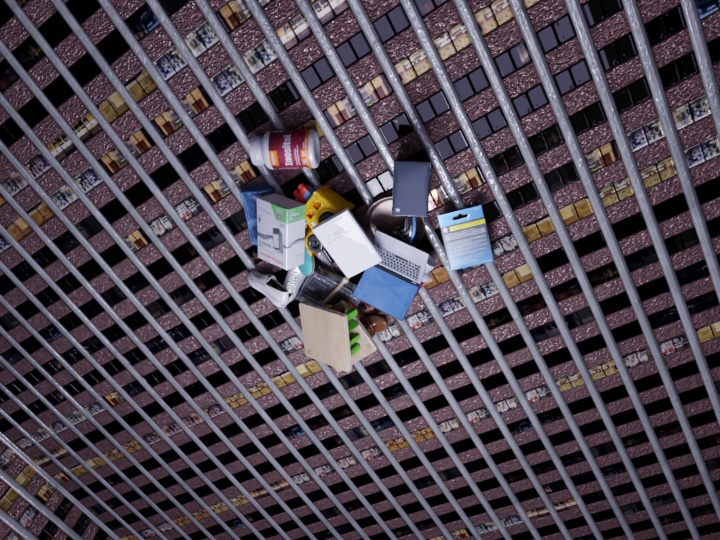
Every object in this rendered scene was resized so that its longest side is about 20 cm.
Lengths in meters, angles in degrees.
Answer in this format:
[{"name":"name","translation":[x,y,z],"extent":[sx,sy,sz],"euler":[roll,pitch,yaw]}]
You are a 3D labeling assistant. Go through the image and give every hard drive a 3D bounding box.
[{"name":"hard drive","translation":[-0.038,-0.081,1.605],"extent":[0.130,0.027,0.201],"euler":[-26,118,20]}]

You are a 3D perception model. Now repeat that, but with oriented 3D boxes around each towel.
[{"name":"towel","translation":[-0.323,-0.179,1.733],"extent":[0.109,0.049,0.204],"euler":[-1,118,7]}]

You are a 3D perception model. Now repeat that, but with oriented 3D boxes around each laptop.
[{"name":"laptop","translation":[0.091,0.014,1.641],"extent":[0.185,0.116,0.202],"euler":[25,133,15]}]

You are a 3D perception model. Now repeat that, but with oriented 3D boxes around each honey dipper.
[{"name":"honey dipper","translation":[-0.098,0.084,1.783],"extent":[0.038,0.038,0.200],"euler":[34,124,-12]}]

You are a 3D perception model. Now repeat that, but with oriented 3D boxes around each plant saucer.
[{"name":"plant saucer","translation":[0.108,-0.149,1.704],"extent":[0.196,0.035,0.204],"euler":[3,120,5]}]

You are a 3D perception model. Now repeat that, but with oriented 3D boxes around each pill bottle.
[{"name":"pill bottle","translation":[0.156,0.027,1.749],"extent":[0.112,0.113,0.200],"euler":[36,118,-13]},{"name":"pill bottle","translation":[-0.226,-0.362,1.582],"extent":[0.195,0.114,0.115],"euler":[-1,119,8]}]

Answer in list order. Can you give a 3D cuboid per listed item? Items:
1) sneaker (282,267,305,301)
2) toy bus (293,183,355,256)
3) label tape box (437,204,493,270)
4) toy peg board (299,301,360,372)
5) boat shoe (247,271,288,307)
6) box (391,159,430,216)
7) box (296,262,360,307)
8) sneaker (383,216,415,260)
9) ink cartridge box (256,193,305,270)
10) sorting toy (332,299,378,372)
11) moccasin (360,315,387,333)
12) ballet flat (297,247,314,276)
[{"name":"sneaker","translation":[-0.228,0.036,1.823],"extent":[0.069,0.081,0.203],"euler":[21,118,-3]},{"name":"toy bus","translation":[-0.143,-0.176,1.675],"extent":[0.191,0.136,0.201],"euler":[40,120,0]},{"name":"label tape box","translation":[0.333,-0.113,1.678],"extent":[0.141,0.064,0.203],"euler":[-12,117,14]},{"name":"toy peg board","translation":[-0.092,0.202,1.753],"extent":[0.196,0.097,0.204],"euler":[13,117,37]},{"name":"boat shoe","translation":[-0.314,0.047,1.803],"extent":[0.199,0.071,0.067],"euler":[39,120,36]},{"name":"box","translation":[0.147,-0.243,1.532],"extent":[0.105,0.200,0.152],"euler":[3,103,6]},{"name":"box","translation":[-0.105,0.083,1.836],"extent":[0.197,0.049,0.159],"euler":[28,130,-8]},{"name":"sneaker","translation":[0.116,-0.103,1.669],"extent":[0.081,0.071,0.201],"euler":[22,123,-13]},{"name":"ink cartridge box","translation":[-0.250,-0.122,1.656],"extent":[0.144,0.083,0.204],"euler":[21,120,34]},{"name":"sorting toy","translation":[-0.058,0.218,1.825],"extent":[0.198,0.070,0.201],"euler":[-35,95,32]},{"name":"moccasin","translation":[0.000,0.207,1.888],"extent":[0.197,0.078,0.075],"euler":[-3,119,9]},{"name":"ballet flat","translation":[-0.198,-0.082,1.750],"extent":[0.069,0.071,0.203],"euler":[-18,103,16]}]
